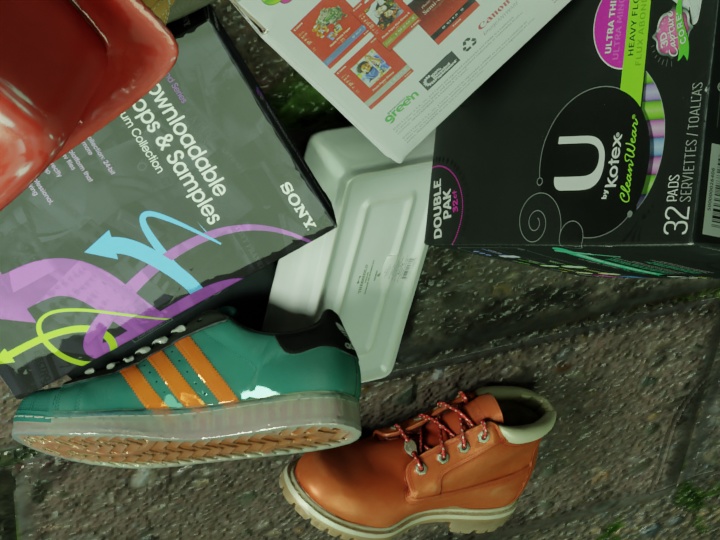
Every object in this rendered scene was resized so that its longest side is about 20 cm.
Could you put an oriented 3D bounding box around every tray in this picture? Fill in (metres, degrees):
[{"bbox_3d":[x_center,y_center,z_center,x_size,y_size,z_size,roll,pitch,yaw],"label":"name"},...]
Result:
[{"bbox_3d":[0.000,0.000,1.275,0.107,0.022,0.200,-13,134,-33],"label":"tray"}]

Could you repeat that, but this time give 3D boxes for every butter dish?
[{"bbox_3d":[-0.213,-0.073,0.956,0.199,0.148,0.200,-31,125,27],"label":"butter dish"}]

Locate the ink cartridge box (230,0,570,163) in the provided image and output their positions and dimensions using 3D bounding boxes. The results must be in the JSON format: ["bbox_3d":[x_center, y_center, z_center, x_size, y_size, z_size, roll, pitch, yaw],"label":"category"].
[{"bbox_3d":[0.029,-0.178,1.033,0.200,0.084,0.176,-43,141,5],"label":"ink cartridge box"}]

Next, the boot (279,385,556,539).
[{"bbox_3d":[0.040,0.118,1.447,0.200,0.075,0.107,-1,135,-40],"label":"boot"}]

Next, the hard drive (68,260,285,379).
[{"bbox_3d":[-0.114,0.018,1.262,0.139,0.033,0.200,-31,143,8],"label":"hard drive"}]

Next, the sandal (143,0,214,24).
[{"bbox_3d":[-0.136,-0.125,1.054,0.200,0.055,0.082,-19,144,-13],"label":"sandal"}]

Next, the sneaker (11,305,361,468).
[{"bbox_3d":[-0.098,0.064,1.253,0.200,0.080,0.071,-4,159,5],"label":"sneaker"}]

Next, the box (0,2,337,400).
[{"bbox_3d":[-0.131,-0.035,1.147,0.200,0.036,0.143,-30,121,5],"label":"box"}]

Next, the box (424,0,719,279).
[{"bbox_3d":[0.146,-0.074,1.125,0.124,0.149,0.200,10,175,-37],"label":"box"}]
